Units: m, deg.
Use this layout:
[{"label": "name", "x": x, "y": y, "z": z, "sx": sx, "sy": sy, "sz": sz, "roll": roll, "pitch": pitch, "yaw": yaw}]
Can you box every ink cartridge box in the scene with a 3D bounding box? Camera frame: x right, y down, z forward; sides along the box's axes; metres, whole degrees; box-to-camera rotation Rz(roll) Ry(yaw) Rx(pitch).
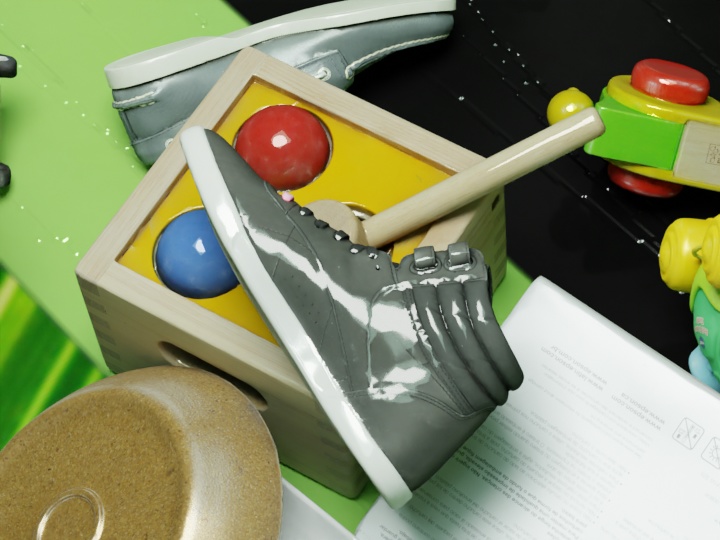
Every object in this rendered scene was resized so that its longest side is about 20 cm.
[{"label": "ink cartridge box", "x": 0.107, "y": 0.136, "z": 1.093, "sx": 0.196, "sy": 0.043, "sz": 0.200, "roll": 35, "pitch": 87, "yaw": 23}]

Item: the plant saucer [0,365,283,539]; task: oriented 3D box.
[{"label": "plant saucer", "x": -0.128, "y": 0.128, "z": 1.082, "sx": 0.199, "sy": 0.035, "sz": 0.201, "roll": -19, "pitch": 53, "yaw": 27}]

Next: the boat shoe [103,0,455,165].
[{"label": "boat shoe", "x": -0.039, "y": -0.108, "z": 1.267, "sx": 0.199, "sy": 0.073, "sz": 0.062, "roll": -15, "pitch": 102, "yaw": -12}]

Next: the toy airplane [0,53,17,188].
[{"label": "toy airplane", "x": -0.255, "y": -0.066, "z": 1.168, "sx": 0.140, "sy": 0.199, "sz": 0.201, "roll": 5, "pitch": 60, "yaw": -3}]

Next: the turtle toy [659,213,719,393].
[{"label": "turtle toy", "x": 0.223, "y": 0.030, "z": 1.086, "sx": 0.145, "sy": 0.200, "sz": 0.102, "roll": 7, "pitch": 89, "yaw": -7}]

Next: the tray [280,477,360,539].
[{"label": "tray", "x": -0.057, "y": 0.151, "z": 1.107, "sx": 0.200, "sy": 0.022, "sz": 0.108, "roll": 37, "pitch": 92, "yaw": 23}]

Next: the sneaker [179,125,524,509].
[{"label": "sneaker", "x": 0.000, "y": 0.000, "z": 1.050, "sx": 0.099, "sy": 0.071, "sz": 0.200, "roll": -33, "pitch": 76, "yaw": -3}]

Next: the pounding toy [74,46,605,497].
[{"label": "pounding toy", "x": -0.007, "y": -0.012, "z": 1.145, "sx": 0.199, "sy": 0.142, "sz": 0.184, "roll": 26, "pitch": 65, "yaw": 19}]

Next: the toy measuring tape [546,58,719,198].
[{"label": "toy measuring tape", "x": 0.194, "y": -0.068, "z": 1.216, "sx": 0.199, "sy": 0.074, "sz": 0.074, "roll": 11, "pitch": 59, "yaw": -8}]
